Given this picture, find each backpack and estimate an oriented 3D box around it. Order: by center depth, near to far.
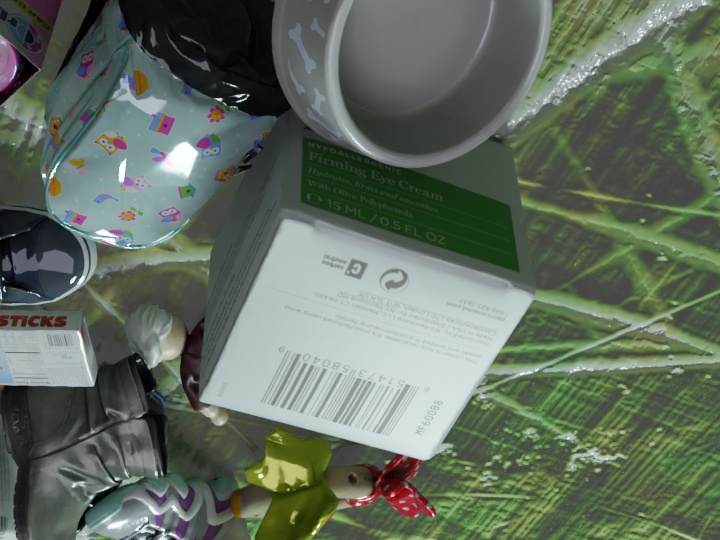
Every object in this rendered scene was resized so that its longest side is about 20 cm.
[{"bbox_3d":[-0.148,-0.114,0.895,0.166,0.128,0.200,28,128,-28],"label":"backpack"}]

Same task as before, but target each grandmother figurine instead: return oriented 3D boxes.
[{"bbox_3d":[-0.112,0.080,1.117,0.197,0.061,0.123,20,101,-15],"label":"grandmother figurine"}]

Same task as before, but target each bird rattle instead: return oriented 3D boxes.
[{"bbox_3d":[-0.033,0.199,1.199,0.198,0.115,0.162,-5,168,-43],"label":"bird rattle"}]

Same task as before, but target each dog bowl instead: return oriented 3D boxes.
[{"bbox_3d":[0.042,-0.160,0.845,0.197,0.059,0.203,-16,125,-24],"label":"dog bowl"}]

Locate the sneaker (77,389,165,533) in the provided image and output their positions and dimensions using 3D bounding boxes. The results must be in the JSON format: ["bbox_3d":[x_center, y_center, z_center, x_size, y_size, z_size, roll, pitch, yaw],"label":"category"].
[{"bbox_3d":[-0.234,0.174,1.175,0.070,0.083,0.200,21,128,-19],"label":"sneaker"}]

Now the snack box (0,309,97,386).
[{"bbox_3d":[-0.314,0.062,1.021,0.196,0.025,0.072,1,139,2],"label":"snack box"}]

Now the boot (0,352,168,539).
[{"bbox_3d":[-0.222,0.176,1.068,0.128,0.068,0.204,-6,97,2],"label":"boot"}]

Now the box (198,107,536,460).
[{"bbox_3d":[0.000,0.000,0.968,0.196,0.173,0.201,16,129,-16],"label":"box"}]

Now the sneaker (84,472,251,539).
[{"bbox_3d":[-0.157,0.262,1.168,0.077,0.141,0.199,-35,156,27],"label":"sneaker"}]

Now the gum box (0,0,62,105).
[{"bbox_3d":[-0.297,-0.133,0.881,0.199,0.114,0.066,-35,124,26],"label":"gum box"}]

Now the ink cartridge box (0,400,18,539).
[{"bbox_3d":[-0.340,0.171,1.092,0.066,0.118,0.200,-10,163,10],"label":"ink cartridge box"}]

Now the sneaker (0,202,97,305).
[{"bbox_3d":[-0.295,-0.006,0.930,0.197,0.079,0.080,3,109,13],"label":"sneaker"}]

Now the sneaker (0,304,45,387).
[{"bbox_3d":[-0.323,0.030,1.051,0.083,0.076,0.202,-16,130,8],"label":"sneaker"}]
